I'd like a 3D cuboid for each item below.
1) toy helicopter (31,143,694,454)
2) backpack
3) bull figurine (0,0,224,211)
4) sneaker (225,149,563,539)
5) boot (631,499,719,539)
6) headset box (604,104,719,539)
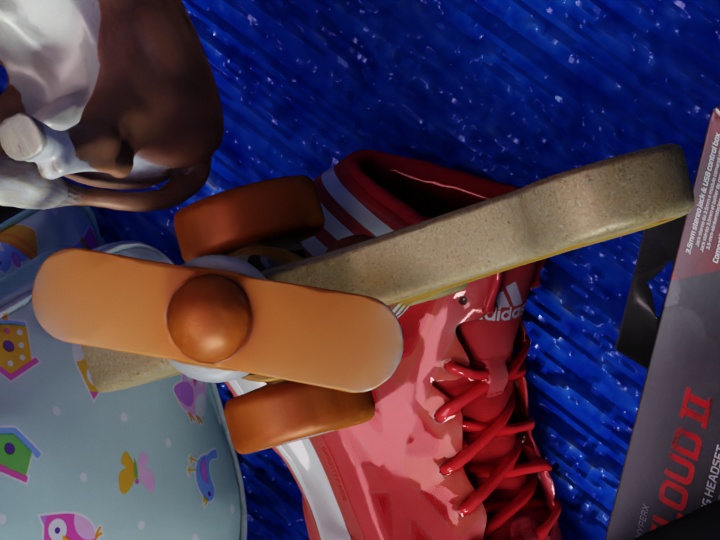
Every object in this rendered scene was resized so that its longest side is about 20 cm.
[{"bbox_3d":[0.000,0.000,0.679,0.199,0.132,0.079,-19,84,35],"label":"toy helicopter"},{"bbox_3d":[-0.130,0.088,0.843,0.153,0.176,0.201,0,112,39],"label":"backpack"},{"bbox_3d":[-0.107,-0.105,0.686,0.065,0.121,0.201,-33,87,32],"label":"bull figurine"},{"bbox_3d":[0.034,0.050,0.776,0.200,0.078,0.116,51,129,6],"label":"sneaker"},{"bbox_3d":[0.096,0.069,0.656,0.200,0.066,0.165,-36,85,43],"label":"boot"},{"bbox_3d":[0.166,0.037,0.678,0.199,0.077,0.149,25,121,23],"label":"headset box"}]
